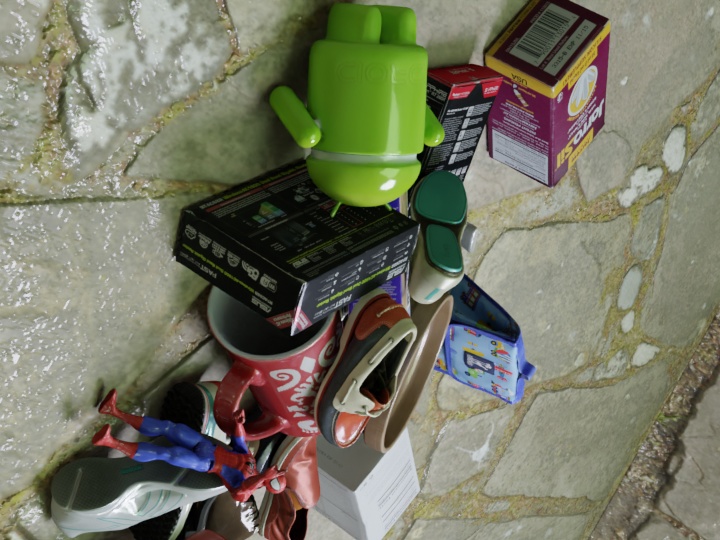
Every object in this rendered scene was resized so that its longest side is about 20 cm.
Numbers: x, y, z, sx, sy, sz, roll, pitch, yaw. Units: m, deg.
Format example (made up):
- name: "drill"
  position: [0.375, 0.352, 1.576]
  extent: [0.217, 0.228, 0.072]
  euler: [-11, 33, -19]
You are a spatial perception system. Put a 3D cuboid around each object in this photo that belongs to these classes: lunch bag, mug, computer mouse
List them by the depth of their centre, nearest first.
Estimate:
- name: "mug"
  position: [-0.091, 0.093, 1.603]
  extent: [0.177, 0.134, 0.201]
  euler: [-33, 149, -11]
- name: "computer mouse"
  position: [-0.090, 0.163, 1.781]
  extent: [0.201, 0.052, 0.139]
  euler: [-54, 165, -30]
- name: "lunch bag"
  position: [0.138, 0.081, 1.942]
  extent: [0.094, 0.199, 0.151]
  euler: [-47, 153, -25]

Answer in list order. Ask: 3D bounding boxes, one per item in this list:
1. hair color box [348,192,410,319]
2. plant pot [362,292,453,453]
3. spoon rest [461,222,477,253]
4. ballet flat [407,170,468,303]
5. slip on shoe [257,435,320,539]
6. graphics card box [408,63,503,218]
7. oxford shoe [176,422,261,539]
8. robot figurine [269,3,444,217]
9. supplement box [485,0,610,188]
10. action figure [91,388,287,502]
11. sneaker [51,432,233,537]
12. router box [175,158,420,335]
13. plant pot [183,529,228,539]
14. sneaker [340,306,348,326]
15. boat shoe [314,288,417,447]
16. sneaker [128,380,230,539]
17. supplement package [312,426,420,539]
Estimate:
- name: "hair color box"
  position: [0.020, -0.012, 1.638]
  extent: [0.109, 0.064, 0.202]
  euler: [-42, 130, -82]
- name: "plant pot"
  position: [0.029, 0.104, 1.808]
  extent: [0.202, 0.092, 0.201]
  euler: [-60, 166, -26]
- name: "spoon rest"
  position: [0.050, -0.017, 1.853]
  extent: [0.199, 0.061, 0.100]
  euler: [-23, 138, -33]
- name: "ballet flat"
  position: [0.079, -0.034, 1.672]
  extent: [0.201, 0.069, 0.070]
  euler: [-80, -178, -55]
- name: "slip on shoe"
  position: [-0.071, 0.241, 1.763]
  extent: [0.074, 0.061, 0.201]
  euler: [-42, 155, -50]
- name: "graphics card box"
  position: [0.086, -0.137, 1.775]
  extent: [0.125, 0.051, 0.202]
  euler: [-20, 134, -56]
- name: "oxford shoe"
  position: [-0.144, 0.250, 1.704]
  extent: [0.073, 0.084, 0.201]
  euler: [-100, -151, -55]
- name: "robot figurine"
  position: [0.005, -0.153, 1.480]
  extent: [0.174, 0.115, 0.202]
  euler: [-6, 103, -37]
- name: "supplement box"
  position: [0.230, -0.221, 1.896]
  extent: [0.131, 0.103, 0.201]
  euler: [-50, 155, -23]
- name: "action figure"
  position: [-0.146, 0.164, 1.477]
  extent: [0.099, 0.199, 0.066]
  euler: [-41, -148, 40]
- name: "sneaker"
  position: [-0.214, 0.214, 1.529]
  extent: [0.198, 0.071, 0.081]
  euler: [-8, 146, -24]
- name: "router box"
  position: [-0.059, -0.028, 1.493]
  extent: [0.199, 0.149, 0.063]
  euler: [-27, 141, -49]
- name: "plant pot"
  position: [-0.199, 0.385, 1.605]
  extent: [0.195, 0.200, 0.202]
  euler: [-34, 146, -32]
- name: "sneaker"
  position: [0.000, 0.000, 1.731]
  extent: [0.075, 0.076, 0.201]
  euler: [-2, 120, -62]
- name: "boat shoe"
  position: [0.007, 0.111, 1.555]
  extent: [0.071, 0.063, 0.201]
  euler: [-19, 140, -41]
- name: "sneaker"
  position: [-0.178, 0.205, 1.625]
  extent: [0.093, 0.070, 0.202]
  euler: [-8, 121, -55]
- name: "supplement package"
  position: [-0.005, 0.253, 1.967]
  extent: [0.110, 0.113, 0.201]
  euler: [-49, 155, -20]
